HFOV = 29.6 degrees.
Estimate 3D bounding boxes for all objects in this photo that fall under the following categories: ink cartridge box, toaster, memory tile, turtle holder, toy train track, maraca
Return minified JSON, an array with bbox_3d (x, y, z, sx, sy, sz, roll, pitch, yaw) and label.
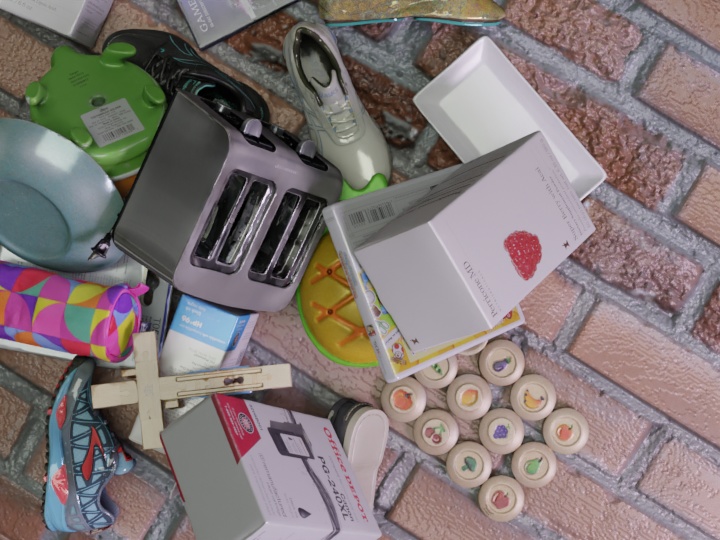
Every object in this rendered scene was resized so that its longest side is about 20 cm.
[{"bbox_3d":[-0.085,0.212,1.336,0.083,0.200,0.146,-38,60,20],"label":"ink cartridge box"},{"bbox_3d":[-0.137,-0.061,1.363,0.118,0.180,0.201,33,100,39],"label":"toaster"},{"bbox_3d":[0.132,0.153,1.455,0.200,0.017,0.153,45,94,4],"label":"memory tile"},{"bbox_3d":[-0.281,-0.150,1.418,0.185,0.132,0.141,25,56,17],"label":"turtle holder"},{"bbox_3d":[-0.294,0.000,1.481,0.198,0.041,0.201,10,91,6],"label":"ink cartridge box"},{"bbox_3d":[-0.167,0.115,1.361,0.198,0.033,0.116,-6,82,2],"label":"toy train track"},{"bbox_3d":[0.000,0.000,1.420,0.136,0.107,0.202,-2,89,-1],"label":"maraca"},{"bbox_3d":[-0.180,0.128,1.434,0.067,0.116,0.201,21,92,6],"label":"ink cartridge box"}]

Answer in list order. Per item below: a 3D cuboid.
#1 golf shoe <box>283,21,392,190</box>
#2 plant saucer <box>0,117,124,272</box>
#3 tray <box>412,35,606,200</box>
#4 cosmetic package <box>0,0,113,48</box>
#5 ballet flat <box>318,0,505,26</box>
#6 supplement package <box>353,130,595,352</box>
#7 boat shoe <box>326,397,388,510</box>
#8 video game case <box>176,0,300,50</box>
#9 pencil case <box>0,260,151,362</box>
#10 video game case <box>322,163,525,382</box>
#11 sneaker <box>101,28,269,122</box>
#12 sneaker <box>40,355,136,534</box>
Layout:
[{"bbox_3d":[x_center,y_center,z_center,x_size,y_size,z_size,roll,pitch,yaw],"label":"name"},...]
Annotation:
[{"bbox_3d":[-0.030,-0.167,1.427,0.078,0.097,0.201,-27,90,3],"label":"golf shoe"},{"bbox_3d":[-0.331,-0.062,1.380,0.200,0.202,0.039,24,48,5],"label":"plant saucer"},{"bbox_3d":[0.157,-0.140,1.446,0.107,0.022,0.200,-41,87,5],"label":"tray"},{"bbox_3d":[-0.305,-0.354,1.459,0.112,0.081,0.201,23,94,7],"label":"cosmetic package"},{"bbox_3d":[0.053,-0.289,1.429,0.198,0.071,0.071,2,91,8],"label":"ballet flat"},{"bbox_3d":[0.115,-0.029,1.342,0.119,0.200,0.122,-21,104,49],"label":"supplement package"},{"bbox_3d":[-0.027,0.233,1.461,0.063,0.072,0.201,25,101,47],"label":"boat shoe"},{"bbox_3d":[-0.115,-0.346,1.472,0.199,0.019,0.144,-26,88,6],"label":"video game case"},{"bbox_3d":[-0.317,0.039,1.401,0.199,0.088,0.089,9,92,18],"label":"pencil case"},{"bbox_3d":[0.068,-0.002,1.390,0.023,0.199,0.183,-22,88,49],"label":"video game case"},{"bbox_3d":[-0.188,-0.206,1.451,0.199,0.079,0.076,26,93,6],"label":"sneaker"},{"bbox_3d":[-0.286,0.186,1.467,0.095,0.079,0.202,7,107,-1],"label":"sneaker"}]
